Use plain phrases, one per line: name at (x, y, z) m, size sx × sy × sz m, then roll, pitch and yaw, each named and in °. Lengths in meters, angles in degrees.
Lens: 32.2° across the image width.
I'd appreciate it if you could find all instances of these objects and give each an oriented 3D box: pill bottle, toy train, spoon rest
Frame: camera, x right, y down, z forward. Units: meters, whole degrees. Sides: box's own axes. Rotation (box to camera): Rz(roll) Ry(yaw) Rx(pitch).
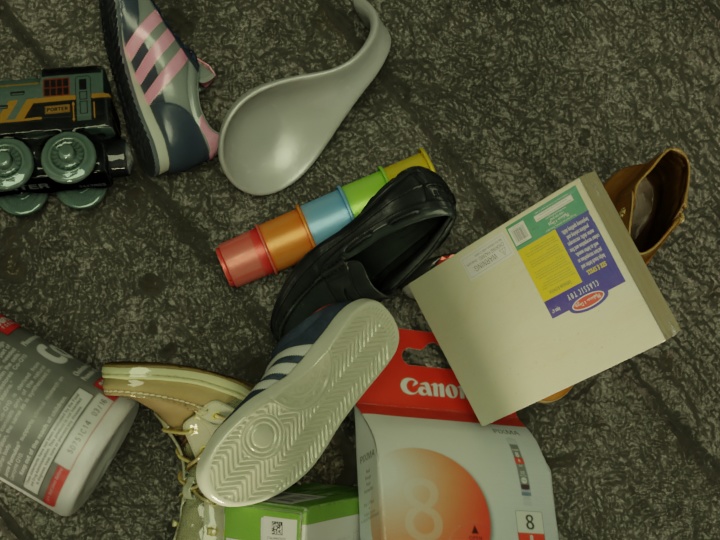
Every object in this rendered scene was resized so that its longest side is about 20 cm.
pill bottle at (-0.291, 0.101, 1.006) m, size 0.199 × 0.114 × 0.114 m, roll 30°, pitch 82°, yaw 1°
toy train at (-0.293, -0.110, 1.054) m, size 0.198 × 0.085 × 0.115 m, roll -5°, pitch 71°, yaw -2°
spoon rest at (-0.044, -0.149, 1.069) m, size 0.200 × 0.061 × 0.099 m, roll -49°, pitch 132°, yaw -10°

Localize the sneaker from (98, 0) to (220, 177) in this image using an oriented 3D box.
sneaker at (-0.172, -0.183, 1.080) m, size 0.081 × 0.070 × 0.201 m, roll -14°, pitch 86°, yaw -22°

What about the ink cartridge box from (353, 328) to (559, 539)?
ink cartridge box at (0.076, 0.138, 1.004) m, size 0.161 × 0.050 × 0.201 m, roll 8°, pitch 67°, yaw -24°

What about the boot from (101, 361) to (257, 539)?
boot at (-0.131, 0.159, 0.987) m, size 0.199 × 0.072 × 0.156 m, roll 22°, pitch 77°, yaw -41°

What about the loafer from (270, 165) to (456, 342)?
loafer at (0.000, 0.000, 1.028) m, size 0.068 × 0.071 × 0.201 m, roll 33°, pitch 111°, yaw -34°

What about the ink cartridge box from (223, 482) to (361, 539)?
ink cartridge box at (-0.042, 0.276, 0.975) m, size 0.075 × 0.148 × 0.202 m, roll 1°, pitch 86°, yaw 28°

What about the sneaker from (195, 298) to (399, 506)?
sneaker at (-0.057, 0.100, 0.964) m, size 0.200 × 0.084 × 0.075 m, roll -43°, pitch 113°, yaw -23°

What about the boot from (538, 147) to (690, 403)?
boot at (0.186, 0.004, 0.968) m, size 0.070 × 0.144 × 0.202 m, roll 25°, pitch 78°, yaw -3°

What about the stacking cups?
stacking cups at (-0.026, -0.039, 1.073) m, size 0.199 × 0.061 × 0.061 m, roll -24°, pitch 85°, yaw -1°

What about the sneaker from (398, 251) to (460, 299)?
sneaker at (0.135, 0.036, 1.061) m, size 0.200 × 0.067 × 0.109 m, roll -7°, pitch 81°, yaw -7°

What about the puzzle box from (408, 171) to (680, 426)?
puzzle box at (0.135, 0.028, 0.954) m, size 0.025 × 0.200 × 0.134 m, roll -21°, pitch 82°, yaw -45°
